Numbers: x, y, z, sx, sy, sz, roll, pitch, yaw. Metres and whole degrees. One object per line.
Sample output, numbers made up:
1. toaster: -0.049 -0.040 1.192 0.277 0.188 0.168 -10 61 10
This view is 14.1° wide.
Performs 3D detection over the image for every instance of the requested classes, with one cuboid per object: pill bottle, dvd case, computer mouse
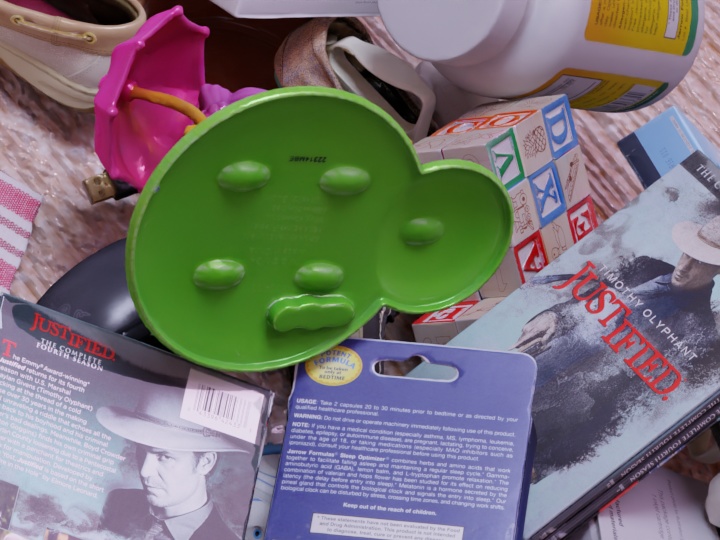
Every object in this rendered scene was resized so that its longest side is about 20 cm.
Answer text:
1. pill bottle: 0.098 -0.149 1.609 0.200 0.113 0.113 1 53 -54
2. dvd case: -0.125 0.124 1.335 0.146 0.022 0.200 20 63 -19
3. dvd case: 0.128 0.038 1.434 0.146 0.200 0.022 50 -5 49
4. computer mouse: -0.112 -0.012 1.472 0.200 0.046 0.140 -29 49 -25

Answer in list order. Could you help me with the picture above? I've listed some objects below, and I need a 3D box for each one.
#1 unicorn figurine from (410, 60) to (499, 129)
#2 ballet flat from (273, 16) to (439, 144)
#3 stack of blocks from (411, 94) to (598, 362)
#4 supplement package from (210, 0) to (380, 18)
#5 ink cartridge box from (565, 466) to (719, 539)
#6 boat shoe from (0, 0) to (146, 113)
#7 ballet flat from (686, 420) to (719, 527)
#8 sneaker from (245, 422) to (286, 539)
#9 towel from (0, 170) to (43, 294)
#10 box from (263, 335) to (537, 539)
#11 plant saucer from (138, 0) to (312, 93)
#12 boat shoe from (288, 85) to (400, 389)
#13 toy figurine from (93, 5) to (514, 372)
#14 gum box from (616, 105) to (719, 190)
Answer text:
1. unicorn figurine: 0.068 -0.097 1.712 0.137 0.074 0.200 1 69 -82
2. ballet flat: 0.031 -0.064 1.611 0.200 0.067 0.068 47 40 4
3. stack of blocks: 0.083 0.019 1.555 0.115 0.058 0.200 -33 113 -50
4. supplement package: -0.060 -0.229 1.638 0.156 0.111 0.200 -5 29 -42
5. ink cartridge box: 0.157 0.185 1.477 0.200 0.146 0.086 19 40 -27
6. boat shoe: -0.200 -0.161 1.543 0.200 0.066 0.074 27 42 -1
7. ballet flat: 0.197 0.085 1.436 0.068 0.068 0.200 16 37 -30
8. sneaker: -0.042 0.119 1.443 0.200 0.075 0.087 3 60 -28
9. towel: -0.242 -0.006 1.416 0.146 0.030 0.200 31 38 -14
10. box: 0.015 0.128 1.361 0.121 0.032 0.200 5 64 11
11. plant saucer: -0.052 -0.084 1.637 0.200 0.032 0.201 23 44 -24
12. boat shoe: -0.001 0.000 1.542 0.066 0.072 0.201 5 70 -29
13. toy figurine: -0.049 -0.060 1.425 0.200 0.150 0.184 0 29 -27
14. gum box: 0.235 0.006 1.712 0.170 0.045 0.200 61 11 22
